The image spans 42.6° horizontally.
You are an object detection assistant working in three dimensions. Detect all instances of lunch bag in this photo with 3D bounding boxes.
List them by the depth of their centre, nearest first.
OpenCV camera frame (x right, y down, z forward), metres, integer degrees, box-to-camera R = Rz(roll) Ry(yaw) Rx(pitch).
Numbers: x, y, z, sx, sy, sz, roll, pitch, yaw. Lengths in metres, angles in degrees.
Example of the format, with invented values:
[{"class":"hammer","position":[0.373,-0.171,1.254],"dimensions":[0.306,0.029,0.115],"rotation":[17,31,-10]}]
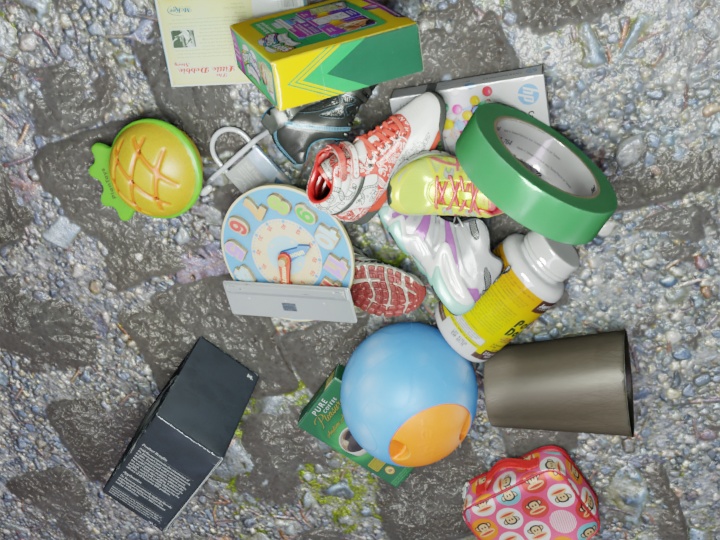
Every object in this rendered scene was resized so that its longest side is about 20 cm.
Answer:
[{"class":"lunch bag","position":[0.261,0.368,1.460],"dimensions":[0.198,0.082,0.177],"rotation":[-30,110,25]}]

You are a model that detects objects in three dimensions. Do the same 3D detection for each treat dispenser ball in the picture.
[{"class":"treat dispenser ball","position":[0.069,0.176,1.318],"dimensions":[0.196,0.202,0.205],"rotation":[5,121,8]}]

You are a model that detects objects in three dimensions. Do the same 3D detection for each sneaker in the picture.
[{"class":"sneaker","position":[0.126,-0.100,1.119],"dimensions":[0.196,0.090,0.080],"rotation":[-8,113,-22]},{"class":"sneaker","position":[0.016,-0.145,1.138],"dimensions":[0.107,0.068,0.202],"rotation":[13,124,-48]},{"class":"sneaker","position":[-0.025,-0.211,1.161],"dimensions":[0.198,0.073,0.083],"rotation":[-32,101,1]},{"class":"sneaker","position":[0.117,-0.058,1.208],"dimensions":[0.139,0.078,0.201],"rotation":[-39,85,3]},{"class":"sneaker","position":[0.000,0.000,1.296],"dimensions":[0.196,0.082,0.079],"rotation":[18,123,11]}]

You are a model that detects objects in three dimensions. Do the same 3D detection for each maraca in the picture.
[{"class":"maraca","position":[-0.297,-0.134,1.270],"dimensions":[0.197,0.107,0.140],"rotation":[-10,105,33]}]

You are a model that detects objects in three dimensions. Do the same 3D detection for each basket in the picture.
[{"class":"basket","position":[0.281,0.164,1.311],"dimensions":[0.195,0.139,0.181],"rotation":[-4,147,20]}]

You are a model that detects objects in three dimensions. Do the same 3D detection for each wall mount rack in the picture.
[{"class":"wall mount rack","position":[-0.118,-0.119,1.259],"dimensions":[0.173,0.075,0.200],"rotation":[-35,109,25]}]

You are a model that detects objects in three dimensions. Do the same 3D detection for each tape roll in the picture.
[{"class":"tape roll","position":[0.205,-0.115,1.076],"dimensions":[0.198,0.202,0.049],"rotation":[29,122,-7]}]

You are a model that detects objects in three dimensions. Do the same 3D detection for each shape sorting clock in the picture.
[{"class":"shape sorting clock","position":[-0.100,-0.020,1.247],"dimensions":[0.195,0.039,0.204],"rotation":[8,121,14]}]

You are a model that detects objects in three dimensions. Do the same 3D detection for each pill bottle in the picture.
[{"class":"pill bottle","position":[0.201,0.027,1.259],"dimensions":[0.109,0.110,0.200],"rotation":[38,120,-12]}]

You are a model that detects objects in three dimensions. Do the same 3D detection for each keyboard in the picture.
[{"class":"keyboard","position":[-0.098,0.043,1.261],"dimensions":[0.196,0.011,0.057],"rotation":[3,131,25]}]

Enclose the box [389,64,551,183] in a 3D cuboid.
[{"class":"box","position":[0.148,-0.170,1.197],"dimensions":[0.195,0.041,0.159],"rotation":[-6,119,13]}]

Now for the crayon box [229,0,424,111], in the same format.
[{"class":"crayon box","position":[-0.044,-0.255,1.058],"dimensions":[0.169,0.200,0.059],"rotation":[-19,120,-13]}]

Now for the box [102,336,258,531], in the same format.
[{"class":"box","position":[-0.274,0.250,1.429],"dimensions":[0.123,0.201,0.197],"rotation":[35,120,-10]}]

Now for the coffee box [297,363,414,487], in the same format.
[{"class":"coffee box","position":[0.012,0.247,1.462],"dimensions":[0.198,0.044,0.124],"rotation":[32,120,-8]}]

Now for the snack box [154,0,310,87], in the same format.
[{"class":"snack box","position":[-0.158,-0.300,1.183],"dimensions":[0.195,0.037,0.119],"rotation":[0,118,11]}]
